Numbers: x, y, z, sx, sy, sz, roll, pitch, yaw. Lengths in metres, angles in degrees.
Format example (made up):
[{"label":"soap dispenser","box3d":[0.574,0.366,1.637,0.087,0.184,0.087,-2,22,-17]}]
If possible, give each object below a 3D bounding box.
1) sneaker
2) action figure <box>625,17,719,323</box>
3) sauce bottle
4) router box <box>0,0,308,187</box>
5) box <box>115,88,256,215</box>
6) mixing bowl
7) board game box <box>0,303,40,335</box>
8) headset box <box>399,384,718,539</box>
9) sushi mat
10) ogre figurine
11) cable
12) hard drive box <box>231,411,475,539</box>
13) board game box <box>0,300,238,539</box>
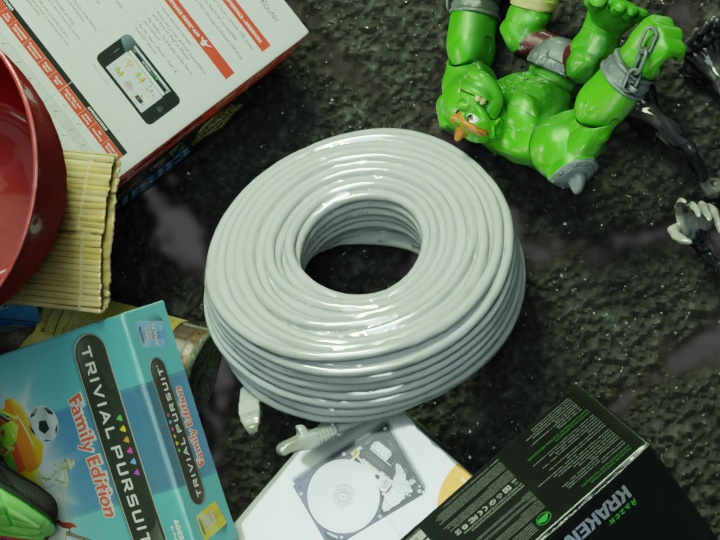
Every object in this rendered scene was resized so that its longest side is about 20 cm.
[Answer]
[{"label":"sneaker","box3d":[-0.251,0.083,1.400,0.200,0.077,0.084,44,63,-3]},{"label":"action figure","box3d":[0.237,-0.048,1.426,0.119,0.102,0.201,-34,75,1]},{"label":"sauce bottle","box3d":[-0.189,0.044,1.500,0.199,0.065,0.065,14,84,18]},{"label":"router box","box3d":[-0.162,-0.168,1.454,0.179,0.049,0.200,-38,90,-19]},{"label":"box","box3d":[-0.204,-0.129,1.537,0.200,0.050,0.199,-38,79,2]},{"label":"mixing bowl","box3d":[-0.245,-0.050,1.358,0.199,0.108,0.202,-2,86,24]},{"label":"board game box","box3d":[-0.317,-0.037,1.495,0.199,0.056,0.197,-17,79,22]},{"label":"headset box","box3d":[0.129,0.203,1.360,0.174,0.093,0.200,-39,120,-4]},{"label":"sushi mat","box3d":[-0.236,-0.030,1.419,0.199,0.012,0.096,6,90,24]},{"label":"ogre figurine","box3d":[0.112,-0.122,1.445,0.199,0.098,0.121,25,100,30]},{"label":"cable","box3d":[0.000,0.000,1.431,0.199,0.069,0.201,-19,49,-4]},{"label":"hard drive box","box3d":[-0.002,0.193,1.442,0.156,0.077,0.200,40,90,13]},{"label":"board game box","box3d":[-0.187,0.119,1.444,0.199,0.047,0.152,-18,90,32]}]
